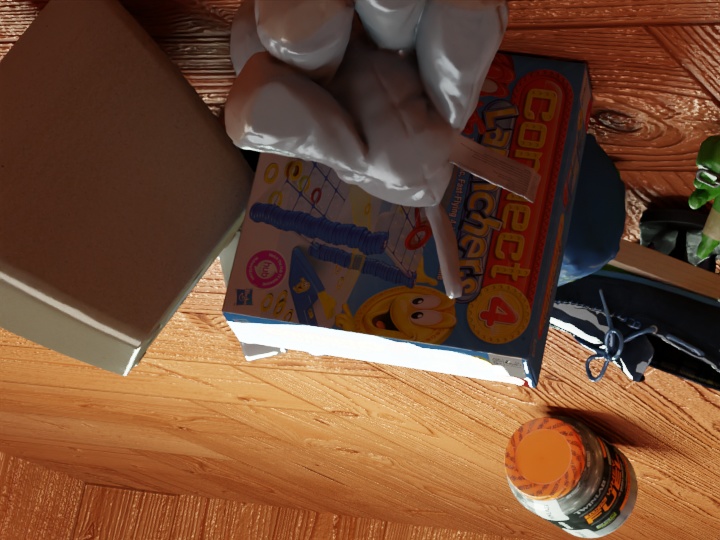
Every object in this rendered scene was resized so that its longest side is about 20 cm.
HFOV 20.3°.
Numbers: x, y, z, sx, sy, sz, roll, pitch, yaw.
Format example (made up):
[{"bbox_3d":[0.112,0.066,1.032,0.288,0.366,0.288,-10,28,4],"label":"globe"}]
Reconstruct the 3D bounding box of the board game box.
[{"bbox_3d":[0.032,-0.042,1.260,0.195,0.201,0.056,8,161,14],"label":"board game box"}]

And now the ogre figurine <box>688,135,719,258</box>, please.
[{"bbox_3d":[0.286,-0.034,1.323,0.119,0.098,0.200,26,156,21],"label":"ogre figurine"}]

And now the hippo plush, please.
[{"bbox_3d":[0.009,-0.122,1.170,0.200,0.160,0.161,34,-170,-22],"label":"hippo plush"}]

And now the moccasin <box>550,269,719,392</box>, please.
[{"bbox_3d":[0.211,0.048,1.473,0.199,0.069,0.081,12,160,10],"label":"moccasin"}]

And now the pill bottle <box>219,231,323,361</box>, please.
[{"bbox_3d":[0.000,0.000,1.501,0.199,0.115,0.114,-13,166,-1],"label":"pill bottle"}]

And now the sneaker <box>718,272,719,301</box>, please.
[{"bbox_3d":[0.315,0.038,1.595,0.078,0.086,0.200,11,166,5],"label":"sneaker"}]

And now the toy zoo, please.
[{"bbox_3d":[0.175,0.016,1.549,0.131,0.021,0.200,20,160,-14],"label":"toy zoo"}]

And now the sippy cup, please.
[{"bbox_3d":[0.105,-0.039,1.362,0.130,0.178,0.140,-10,131,46],"label":"sippy cup"}]

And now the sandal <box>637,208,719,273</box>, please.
[{"bbox_3d":[0.245,-0.004,1.557,0.075,0.048,0.201,11,166,4],"label":"sandal"}]

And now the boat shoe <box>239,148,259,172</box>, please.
[{"bbox_3d":[-0.069,-0.084,1.478,0.069,0.074,0.200,44,160,-23],"label":"boat shoe"}]

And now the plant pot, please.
[{"bbox_3d":[-0.178,-0.044,1.319,0.177,0.200,0.200,36,164,-2],"label":"plant pot"}]

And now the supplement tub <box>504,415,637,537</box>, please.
[{"bbox_3d":[0.251,0.247,2.421,0.122,0.123,0.200,5,166,27],"label":"supplement tub"}]

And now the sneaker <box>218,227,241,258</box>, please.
[{"bbox_3d":[-0.095,-0.035,1.675,0.199,0.078,0.099,20,169,-26],"label":"sneaker"}]
